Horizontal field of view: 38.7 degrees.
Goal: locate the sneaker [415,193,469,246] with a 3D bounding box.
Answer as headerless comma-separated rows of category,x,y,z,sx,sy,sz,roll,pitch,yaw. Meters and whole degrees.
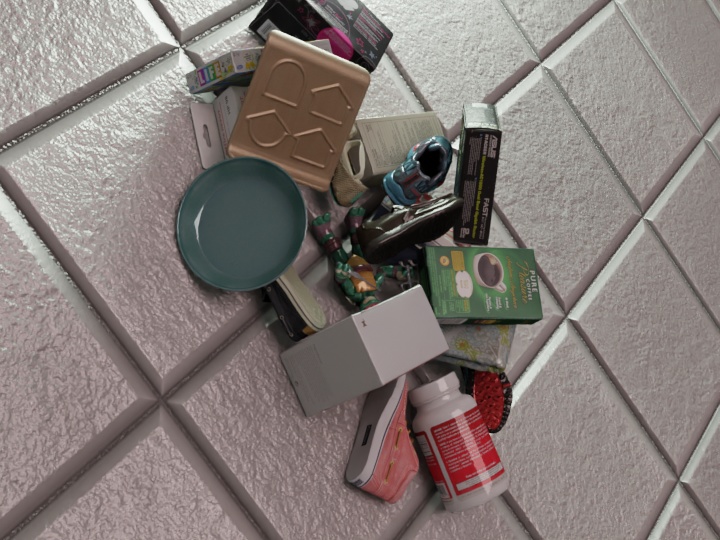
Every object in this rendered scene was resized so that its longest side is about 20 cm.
sneaker,0.117,-0.050,1.782,0.087,0.074,0.201,-40,91,-31

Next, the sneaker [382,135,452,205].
sneaker,0.119,-0.173,1.693,0.080,0.095,0.200,49,40,-7

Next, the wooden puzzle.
wooden puzzle,-0.097,-0.242,1.567,0.183,0.046,0.203,16,98,-31

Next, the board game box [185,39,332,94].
board game box,-0.159,-0.322,1.620,0.198,0.133,0.035,-18,95,-41

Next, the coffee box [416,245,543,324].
coffee box,0.192,0.025,1.645,0.197,0.044,0.125,0,71,-19

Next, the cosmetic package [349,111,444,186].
cosmetic package,0.059,-0.211,1.788,0.198,0.073,0.105,-12,80,-40

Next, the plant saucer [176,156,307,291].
plant saucer,-0.172,-0.066,1.509,0.196,0.036,0.204,-1,78,7

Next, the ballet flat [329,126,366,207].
ballet flat,-0.030,-0.198,1.683,0.068,0.075,0.202,29,36,-52

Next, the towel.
towel,0.159,0.077,1.699,0.197,0.048,0.173,12,54,12

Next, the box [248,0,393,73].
box,-0.065,-0.405,1.732,0.200,0.132,0.115,42,46,-16

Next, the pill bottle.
pill bottle,0.150,0.271,1.633,0.111,0.112,0.203,-19,84,-41

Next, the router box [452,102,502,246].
router box,0.192,-0.162,1.712,0.061,0.203,0.150,4,24,1

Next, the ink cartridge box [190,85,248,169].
ink cartridge box,-0.160,-0.223,1.623,0.198,0.066,0.118,-5,76,-40

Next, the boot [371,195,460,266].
boot,0.100,-0.033,1.717,0.199,0.091,0.073,36,8,1

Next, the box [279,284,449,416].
box,0.004,0.121,1.521,0.151,0.199,0.108,-22,85,-40

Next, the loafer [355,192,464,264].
loafer,0.076,-0.082,1.610,0.198,0.073,0.072,-24,61,-26

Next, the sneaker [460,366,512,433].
sneaker,0.210,0.179,1.729,0.096,0.078,0.203,62,16,-66

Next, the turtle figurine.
turtle figurine,0.000,0.000,1.637,0.148,0.101,0.202,-5,62,-46

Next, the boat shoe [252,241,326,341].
boat shoe,-0.127,0.020,1.548,0.201,0.062,0.074,56,21,15

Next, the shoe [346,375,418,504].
shoe,0.049,0.256,1.591,0.090,0.071,0.202,34,59,-24
